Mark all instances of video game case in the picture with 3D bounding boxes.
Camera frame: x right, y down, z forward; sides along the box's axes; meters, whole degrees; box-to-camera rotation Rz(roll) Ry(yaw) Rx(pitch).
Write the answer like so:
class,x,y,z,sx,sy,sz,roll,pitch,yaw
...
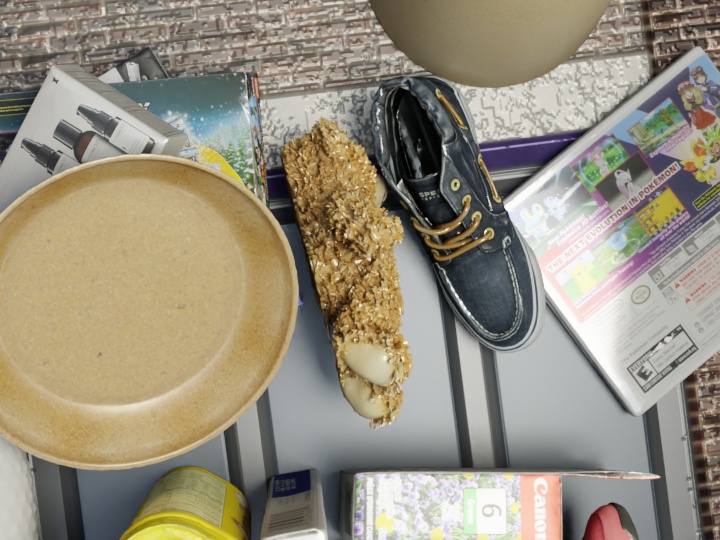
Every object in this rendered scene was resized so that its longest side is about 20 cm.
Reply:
class,x,y,z,sx,sy,sz,roll,pitch,yaw
video game case,0.219,-0.028,0.804,0.199,0.023,0.183,-38,94,-4

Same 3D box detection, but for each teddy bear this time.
class,x,y,z,sx,sy,sz,roll,pitch,yaw
teddy bear,0.000,0.000,0.716,0.066,0.201,0.146,-13,134,-5

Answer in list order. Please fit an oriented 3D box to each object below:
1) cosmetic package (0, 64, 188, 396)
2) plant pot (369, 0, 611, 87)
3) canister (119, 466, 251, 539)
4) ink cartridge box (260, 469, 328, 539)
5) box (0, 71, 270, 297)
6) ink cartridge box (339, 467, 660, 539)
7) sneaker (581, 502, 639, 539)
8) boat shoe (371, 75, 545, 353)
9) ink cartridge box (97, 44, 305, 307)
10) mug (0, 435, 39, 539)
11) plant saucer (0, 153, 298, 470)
class,x,y,z,sx,sy,sz,roll,pitch,yaw
cosmetic package,-0.191,-0.016,0.672,0.082,0.051,0.201,31,101,1
plant pot,0.101,-0.227,0.703,0.185,0.200,0.190,0,89,-5
canister,-0.122,0.205,0.679,0.086,0.200,0.150,29,88,-5
ink cartridge box,-0.027,0.240,0.690,0.040,0.200,0.203,-10,89,-3
box,-0.158,-0.049,0.709,0.197,0.038,0.138,-3,98,7
ink cartridge box,0.087,0.158,0.744,0.197,0.109,0.051,2,81,-6
sneaker,0.118,0.238,0.710,0.086,0.074,0.202,22,78,-1
boat shoe,0.060,-0.034,0.745,0.070,0.091,0.202,-23,88,22
ink cartridge box,-0.128,-0.040,0.757,0.093,0.044,0.201,-31,93,-3
mug,-0.297,0.171,0.702,0.198,0.147,0.178,1,84,25
plant saucer,-0.134,0.022,0.647,0.198,0.035,0.202,-10,119,-19
